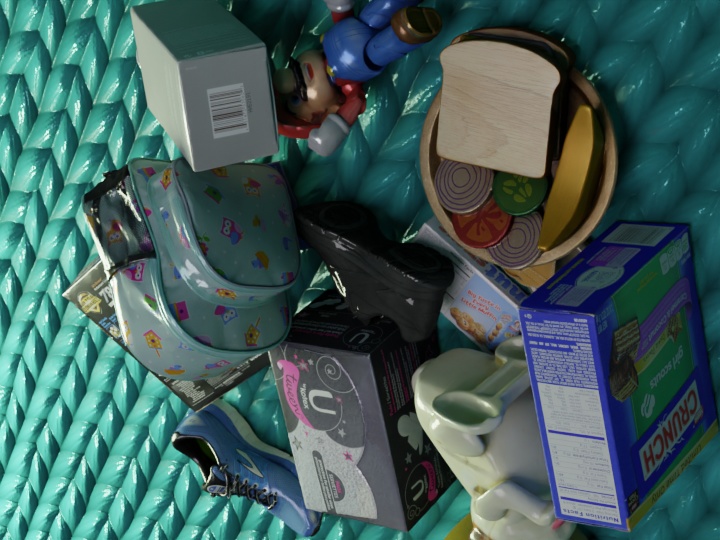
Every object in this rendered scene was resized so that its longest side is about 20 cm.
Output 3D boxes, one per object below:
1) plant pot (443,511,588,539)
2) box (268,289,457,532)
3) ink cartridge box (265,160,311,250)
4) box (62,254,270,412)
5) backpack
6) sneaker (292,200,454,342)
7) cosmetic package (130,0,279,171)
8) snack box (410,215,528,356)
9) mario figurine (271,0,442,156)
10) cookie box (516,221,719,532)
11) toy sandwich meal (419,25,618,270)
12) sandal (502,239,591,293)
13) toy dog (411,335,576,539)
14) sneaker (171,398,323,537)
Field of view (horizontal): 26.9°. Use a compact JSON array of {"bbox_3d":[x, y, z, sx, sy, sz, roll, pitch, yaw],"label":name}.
[{"bbox_3d":[0.127,0.337,1.457,0.199,0.142,0.201,11,108,37],"label":"plant pot"},{"bbox_3d":[0.004,0.136,1.483,0.132,0.115,0.201,6,118,35],"label":"box"},{"bbox_3d":[-0.145,-0.046,1.544,0.199,0.039,0.100,-12,107,40],"label":"ink cartridge box"},{"bbox_3d":[-0.191,0.043,1.583,0.198,0.050,0.200,43,140,-10],"label":"box"},{"bbox_3d":[-0.145,-0.004,1.396,0.153,0.175,0.201,-19,77,40],"label":"backpack"},{"bbox_3d":[0.000,0.000,1.407,0.200,0.076,0.091,36,127,40],"label":"sneaker"},{"bbox_3d":[-0.144,-0.175,1.369,0.200,0.090,0.107,-125,25,-59],"label":"cosmetic package"},{"bbox_3d":[0.123,0.039,1.396,0.200,0.024,0.072,43,134,10],"label":"snack box"},{"bbox_3d":[-0.025,-0.183,1.316,0.106,0.124,0.200,37,131,-16],"label":"mario figurine"},{"bbox_3d":[0.218,0.085,1.251,0.075,0.171,0.201,6,120,38],"label":"cookie box"},{"bbox_3d":[0.122,-0.099,1.253,0.204,0.070,0.206,5,99,31],"label":"toy sandwich meal"},{"bbox_3d":[0.146,-0.028,1.318,0.080,0.054,0.200,-30,95,44],"label":"sandal"},{"bbox_3d":[0.127,0.178,1.371,0.193,0.140,0.201,0,121,43],"label":"toy dog"},{"bbox_3d":[-0.128,0.230,1.658,0.200,0.089,0.079,36,133,15],"label":"sneaker"}]
